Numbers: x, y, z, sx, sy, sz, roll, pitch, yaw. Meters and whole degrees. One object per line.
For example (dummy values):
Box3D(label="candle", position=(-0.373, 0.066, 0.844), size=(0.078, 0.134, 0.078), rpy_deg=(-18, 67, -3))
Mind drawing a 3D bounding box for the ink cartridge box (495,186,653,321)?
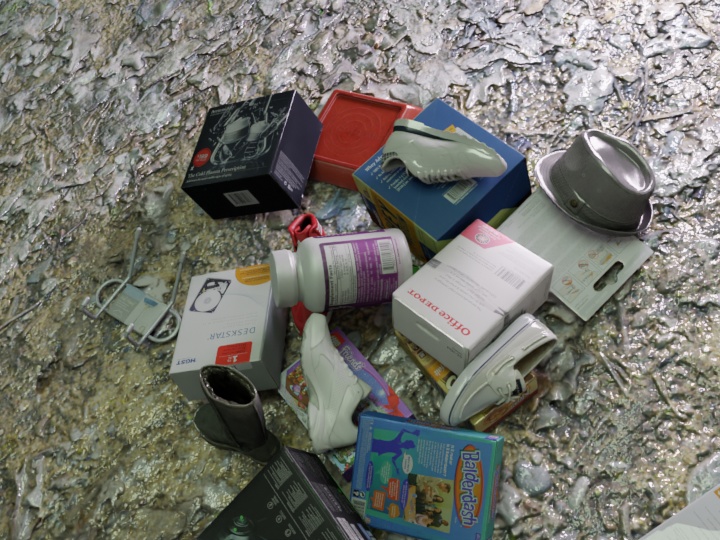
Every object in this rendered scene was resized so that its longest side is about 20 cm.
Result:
Box3D(label="ink cartridge box", position=(0.321, -0.034, 1.395), size=(0.162, 0.057, 0.200), rpy_deg=(-42, 74, -11))

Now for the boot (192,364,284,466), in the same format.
Box3D(label="boot", position=(-0.199, 0.202, 1.308), size=(0.180, 0.200, 0.073), rpy_deg=(16, 64, 25))

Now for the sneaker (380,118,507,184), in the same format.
Box3D(label="sneaker", position=(0.125, -0.164, 1.355), size=(0.199, 0.076, 0.081), rpy_deg=(18, 77, 30))

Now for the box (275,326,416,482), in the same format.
Box3D(label="box", position=(-0.027, 0.197, 1.355), size=(0.137, 0.039, 0.200), rpy_deg=(-39, 56, -7))

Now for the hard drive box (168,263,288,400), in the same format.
Box3D(label="hard drive box", position=(-0.201, 0.095, 1.427), size=(0.154, 0.077, 0.201), rpy_deg=(-10, 46, 13))

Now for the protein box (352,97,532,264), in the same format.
Box3D(label="protein box", position=(0.134, -0.130, 1.447), size=(0.198, 0.135, 0.200), rpy_deg=(-43, 57, -10))

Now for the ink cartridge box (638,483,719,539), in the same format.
Box3D(label="ink cartridge box", position=(0.431, 0.391, 1.091), size=(0.199, 0.047, 0.198), rpy_deg=(-33, 57, -2))

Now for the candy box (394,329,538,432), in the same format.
Box3D(label="candy box", position=(0.154, 0.133, 1.327), size=(0.115, 0.055, 0.200), rpy_deg=(-36, 55, -8))

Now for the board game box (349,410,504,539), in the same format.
Box3D(label="board game box", position=(0.087, 0.284, 1.224), size=(0.198, 0.045, 0.154), rpy_deg=(8, 91, 22))

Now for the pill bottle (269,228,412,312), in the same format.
Box3D(label="pill bottle", position=(-0.031, 0.003, 1.327), size=(0.198, 0.113, 0.113), rpy_deg=(-6, 55, -12))

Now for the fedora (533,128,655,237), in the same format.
Box3D(label="fedora", position=(0.370, -0.147, 1.371), size=(0.176, 0.091, 0.201), rpy_deg=(-14, 56, -30))

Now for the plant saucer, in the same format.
Box3D(label="plant saucer", position=(-0.011, -0.244, 1.624), size=(0.198, 0.037, 0.201), rpy_deg=(17, 65, 26))

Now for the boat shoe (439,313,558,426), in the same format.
Box3D(label="boat shoe", position=(0.194, 0.147, 1.236), size=(0.200, 0.071, 0.070), rpy_deg=(-41, 56, -19))

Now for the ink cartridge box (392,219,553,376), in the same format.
Box3D(label="ink cartridge box", position=(0.160, 0.038, 1.302), size=(0.146, 0.083, 0.200), rpy_deg=(35, 60, 27))

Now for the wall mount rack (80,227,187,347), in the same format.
Box3D(label="wall mount rack", position=(-0.379, 0.031, 1.547), size=(0.199, 0.075, 0.174), rpy_deg=(25, 69, 28))

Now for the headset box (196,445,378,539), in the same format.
Box3D(label="headset box", position=(-0.102, 0.373, 1.211), size=(0.200, 0.093, 0.174), rpy_deg=(-47, 56, 6))

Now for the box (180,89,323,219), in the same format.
Box3D(label="box", position=(-0.190, -0.202, 1.589), size=(0.198, 0.104, 0.184), rpy_deg=(-5, 56, 30))

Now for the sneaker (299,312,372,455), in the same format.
Box3D(label="sneaker", position=(-0.035, 0.159, 1.302), size=(0.098, 0.078, 0.202), rpy_deg=(-7, 84, -3))

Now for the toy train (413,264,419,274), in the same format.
Box3D(label="toy train", position=(0.000, 0.000, 1.416), size=(0.198, 0.042, 0.057), rpy_deg=(12, 73, -11))

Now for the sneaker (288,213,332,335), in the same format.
Box3D(label="sneaker", position=(-0.093, -0.002, 1.451), size=(0.078, 0.116, 0.202), rpy_deg=(-11, 55, 12))
